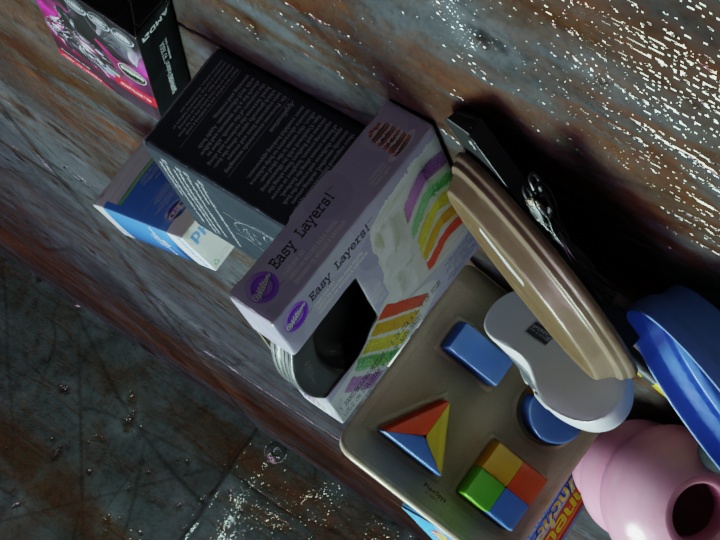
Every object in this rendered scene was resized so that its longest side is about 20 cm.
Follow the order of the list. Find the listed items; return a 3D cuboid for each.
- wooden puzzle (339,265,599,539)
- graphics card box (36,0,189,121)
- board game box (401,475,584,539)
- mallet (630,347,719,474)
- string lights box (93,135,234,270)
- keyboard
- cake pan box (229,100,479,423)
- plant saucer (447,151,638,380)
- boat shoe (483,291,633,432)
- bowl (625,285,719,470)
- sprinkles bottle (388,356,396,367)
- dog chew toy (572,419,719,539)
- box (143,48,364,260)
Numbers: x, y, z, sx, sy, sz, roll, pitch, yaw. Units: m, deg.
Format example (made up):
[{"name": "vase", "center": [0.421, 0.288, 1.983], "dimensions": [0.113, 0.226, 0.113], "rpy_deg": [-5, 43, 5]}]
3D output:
[{"name": "wooden puzzle", "center": [0.108, 0.124, 1.312], "dimensions": [0.185, 0.201, 0.046], "rpy_deg": [38, 167, -8]}, {"name": "graphics card box", "center": [-0.215, -0.210, 1.335], "dimensions": [0.125, 0.051, 0.200], "rpy_deg": [35, 166, 8]}, {"name": "board game box", "center": [0.147, 0.186, 1.430], "dimensions": [0.056, 0.201, 0.196], "rpy_deg": [24, 163, 37]}, {"name": "mallet", "center": [0.241, 0.094, 1.244], "dimensions": [0.200, 0.041, 0.066], "rpy_deg": [41, 170, 4]}, {"name": "string lights box", "center": [-0.188, -0.075, 1.611], "dimensions": [0.059, 0.103, 0.199], "rpy_deg": [46, 165, -35]}, {"name": "keyboard", "center": [0.131, -0.025, 1.046], "dimensions": [0.200, 0.021, 0.127], "rpy_deg": [51, -179, -22]}, {"name": "cake pan box", "center": [0.000, 0.000, 1.170], "dimensions": [0.052, 0.200, 0.185], "rpy_deg": [31, 164, 31]}, {"name": "plant saucer", "center": [0.123, 0.002, 1.093], "dimensions": [0.201, 0.029, 0.200], "rpy_deg": [53, -179, -1]}, {"name": "boat shoe", "center": [0.163, 0.082, 1.211], "dimensions": [0.068, 0.072, 0.200], "rpy_deg": [51, 175, -28]}, {"name": "bowl", "center": [0.257, 0.096, 1.056], "dimensions": [0.201, 0.039, 0.201], "rpy_deg": [55, 178, 3]}, {"name": "sprinkles bottle", "center": [0.022, 0.057, 1.602], "dimensions": [0.199, 0.068, 0.068], "rpy_deg": [30, 166, 26]}, {"name": "dog chew toy", "center": [0.250, 0.188, 1.362], "dimensions": [0.124, 0.125, 0.200], "rpy_deg": [41, 174, -18]}, {"name": "box", "center": [-0.057, -0.068, 1.286], "dimensions": [0.199, 0.107, 0.149], "rpy_deg": [32, 166, 24]}]
